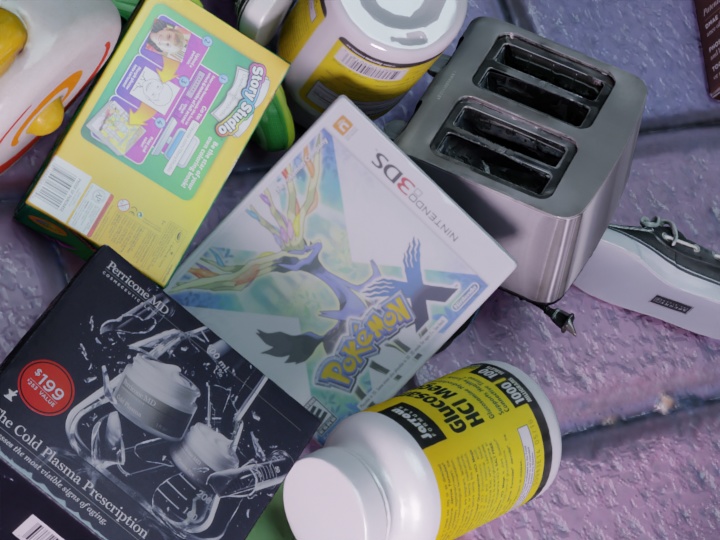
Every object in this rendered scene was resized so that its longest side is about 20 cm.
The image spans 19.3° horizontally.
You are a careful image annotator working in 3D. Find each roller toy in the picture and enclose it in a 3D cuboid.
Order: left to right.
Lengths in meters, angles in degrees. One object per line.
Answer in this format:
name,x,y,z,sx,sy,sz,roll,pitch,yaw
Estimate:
roller toy,-0.260,-0.148,1.463,0.140,0.200,0.182,42,47,0

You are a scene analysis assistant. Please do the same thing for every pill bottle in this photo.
pill bottle,-0.001,-0.177,1.619,0.111,0.200,0.112,6,71,-18
pill bottle,0.044,0.144,1.535,0.200,0.112,0.113,-20,77,-42

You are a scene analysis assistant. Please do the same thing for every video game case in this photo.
video game case,-0.016,0.005,1.562,0.182,0.022,0.200,43,93,-4

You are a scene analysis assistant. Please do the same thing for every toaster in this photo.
toaster,0.121,-0.081,1.664,0.200,0.119,0.181,24,53,12

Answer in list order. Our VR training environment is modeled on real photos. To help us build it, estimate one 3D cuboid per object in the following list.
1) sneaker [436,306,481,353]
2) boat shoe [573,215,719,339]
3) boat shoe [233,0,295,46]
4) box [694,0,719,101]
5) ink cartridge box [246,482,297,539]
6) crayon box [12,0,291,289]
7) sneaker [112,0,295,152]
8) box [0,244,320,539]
sneaker,0.000,0.000,1.612,0.200,0.082,0.073,17,60,-21
boat shoe,0.247,-0.009,1.767,0.199,0.074,0.068,19,55,-16
boat shoe,-0.078,-0.227,1.657,0.064,0.071,0.200,31,19,-3
box,0.417,-0.266,1.940,0.165,0.164,0.201,8,62,-26
ink cartridge box,-0.036,0.245,1.490,0.145,0.048,0.200,40,55,-6
crayon box,-0.151,-0.096,1.547,0.119,0.058,0.200,32,74,-12
sneaker,-0.133,-0.158,1.633,0.200,0.074,0.084,43,78,-9
box,-0.163,0.121,1.441,0.200,0.104,0.182,40,51,-8
